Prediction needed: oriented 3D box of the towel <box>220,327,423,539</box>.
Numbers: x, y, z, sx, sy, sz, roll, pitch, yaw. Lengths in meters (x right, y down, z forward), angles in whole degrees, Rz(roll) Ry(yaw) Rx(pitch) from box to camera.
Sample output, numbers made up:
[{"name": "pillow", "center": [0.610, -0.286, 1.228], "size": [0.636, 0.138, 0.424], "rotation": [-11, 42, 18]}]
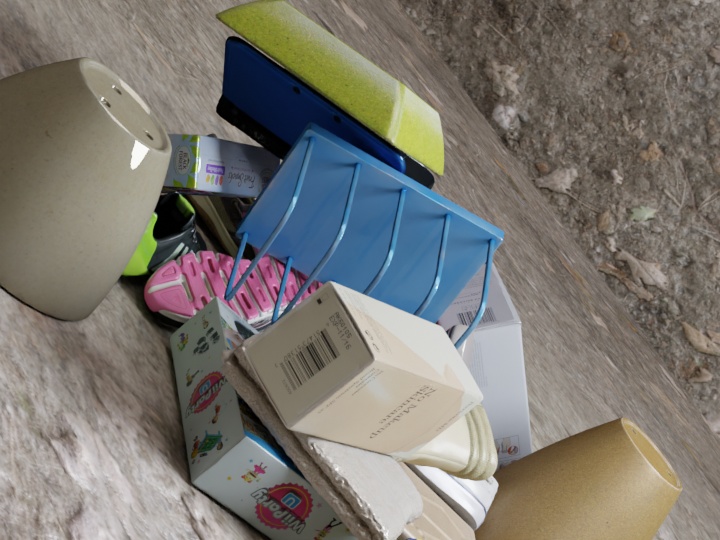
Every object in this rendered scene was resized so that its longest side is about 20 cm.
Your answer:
[{"name": "towel", "center": [-0.030, 0.132, 1.478], "size": [0.200, 0.034, 0.132], "rotation": [51, 16, 5]}]

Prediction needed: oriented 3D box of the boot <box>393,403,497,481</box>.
[{"name": "boot", "center": [0.027, 0.116, 1.686], "size": [0.155, 0.073, 0.200], "rotation": [15, 21, -34]}]

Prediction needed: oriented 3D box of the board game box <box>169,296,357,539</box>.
[{"name": "board game box", "center": [-0.079, 0.133, 1.523], "size": [0.147, 0.064, 0.200], "rotation": [41, 17, -30]}]

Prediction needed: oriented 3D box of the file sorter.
[{"name": "file sorter", "center": [0.000, 0.000, 1.601], "size": [0.199, 0.139, 0.123], "rotation": [29, 37, -13]}]

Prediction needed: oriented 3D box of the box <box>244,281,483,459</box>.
[{"name": "box", "center": [0.007, 0.082, 1.460], "size": [0.200, 0.095, 0.078], "rotation": [21, 33, -59]}]

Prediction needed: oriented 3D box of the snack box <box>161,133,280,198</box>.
[{"name": "snack box", "center": [-0.174, -0.097, 1.702], "size": [0.142, 0.053, 0.200], "rotation": [6, 2, 18]}]

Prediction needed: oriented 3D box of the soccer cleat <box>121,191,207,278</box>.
[{"name": "soccer cleat", "center": [-0.170, -0.031, 1.641], "size": [0.068, 0.081, 0.200], "rotation": [51, 14, 10]}]

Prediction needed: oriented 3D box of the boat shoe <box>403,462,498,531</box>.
[{"name": "boat shoe", "center": [0.057, 0.165, 1.785], "size": [0.200, 0.072, 0.066], "rotation": [43, 58, -12]}]

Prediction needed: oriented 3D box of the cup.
[{"name": "cup", "center": [-0.233, -0.083, 1.455], "size": [0.200, 0.143, 0.200], "rotation": [45, 14, -14]}]

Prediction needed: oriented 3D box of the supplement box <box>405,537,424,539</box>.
[{"name": "supplement box", "center": [0.067, 0.289, 1.453], "size": [0.109, 0.109, 0.200], "rotation": [55, 14, 24]}]

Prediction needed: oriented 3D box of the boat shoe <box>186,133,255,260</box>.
[{"name": "boat shoe", "center": [-0.116, -0.051, 1.894], "size": [0.200, 0.065, 0.073], "rotation": [52, 10, -2]}]

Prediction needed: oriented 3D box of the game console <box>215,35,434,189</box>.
[{"name": "game console", "center": [-0.023, -0.143, 1.706], "size": [0.200, 0.119, 0.171], "rotation": [37, 36, 10]}]

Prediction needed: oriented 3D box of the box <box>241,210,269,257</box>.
[{"name": "box", "center": [-0.020, 0.004, 1.864], "size": [0.200, 0.096, 0.177], "rotation": [-19, 90, -75]}]

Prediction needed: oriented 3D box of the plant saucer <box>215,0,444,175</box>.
[{"name": "plant saucer", "center": [-0.012, -0.170, 1.649], "size": [0.199, 0.048, 0.200], "rotation": [37, 5, 15]}]

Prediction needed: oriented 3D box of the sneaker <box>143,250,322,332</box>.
[{"name": "sneaker", "center": [-0.122, 0.030, 1.664], "size": [0.199, 0.087, 0.074], "rotation": [-7, 67, -47]}]

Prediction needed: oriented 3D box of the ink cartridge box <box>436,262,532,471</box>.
[{"name": "ink cartridge box", "center": [0.123, 0.103, 1.995], "size": [0.176, 0.083, 0.201], "rotation": [-107, -172, -60]}]

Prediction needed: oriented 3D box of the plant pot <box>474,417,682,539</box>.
[{"name": "plant pot", "center": [0.215, 0.244, 1.854], "size": [0.186, 0.200, 0.187], "rotation": [44, 15, -15]}]

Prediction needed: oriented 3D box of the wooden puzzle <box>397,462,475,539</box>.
[{"name": "wooden puzzle", "center": [0.036, 0.226, 1.679], "size": [0.185, 0.046, 0.200], "rotation": [45, 9, -15]}]

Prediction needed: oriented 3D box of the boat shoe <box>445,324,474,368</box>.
[{"name": "boat shoe", "center": [0.056, 0.108, 1.820], "size": [0.092, 0.075, 0.200], "rotation": [14, -31, 6]}]
